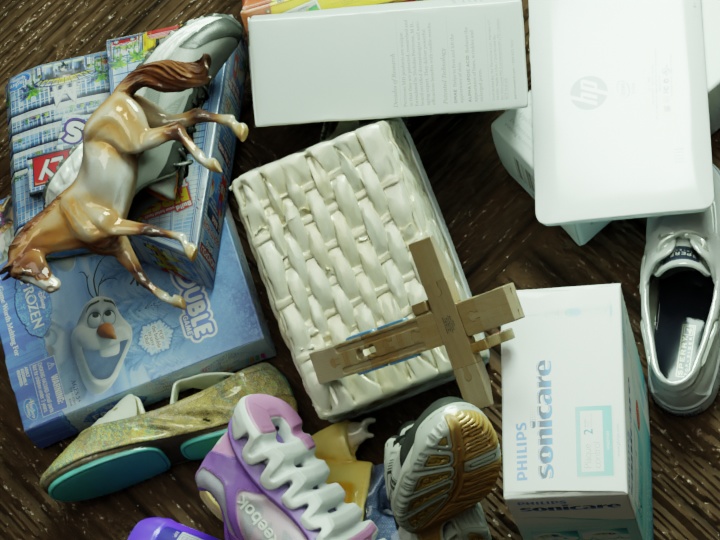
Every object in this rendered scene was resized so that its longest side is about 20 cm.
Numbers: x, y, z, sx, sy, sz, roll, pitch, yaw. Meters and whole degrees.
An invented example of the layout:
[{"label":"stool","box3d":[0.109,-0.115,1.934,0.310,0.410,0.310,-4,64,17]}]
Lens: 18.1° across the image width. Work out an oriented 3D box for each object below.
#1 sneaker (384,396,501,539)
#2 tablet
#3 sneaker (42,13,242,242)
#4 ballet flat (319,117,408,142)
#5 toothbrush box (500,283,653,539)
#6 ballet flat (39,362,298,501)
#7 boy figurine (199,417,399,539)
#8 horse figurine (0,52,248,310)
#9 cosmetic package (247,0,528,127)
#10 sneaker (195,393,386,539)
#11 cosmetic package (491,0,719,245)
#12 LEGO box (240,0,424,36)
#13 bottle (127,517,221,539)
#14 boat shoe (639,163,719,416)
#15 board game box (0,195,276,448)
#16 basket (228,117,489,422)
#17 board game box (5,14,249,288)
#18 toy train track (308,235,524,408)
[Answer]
[{"label":"sneaker","box3d":[0.042,0.129,1.489,0.075,0.201,0.088,-17,59,-13]},{"label":"tablet","box3d":[0.189,-0.130,1.654,0.129,0.014,0.201,-5,65,12]},{"label":"sneaker","box3d":[-0.146,-0.101,1.664,0.079,0.074,0.201,34,83,14]},{"label":"ballet flat","box3d":[-0.003,-0.107,1.736,0.067,0.075,0.201,8,69,15]},{"label":"toothbrush box","box3d":[0.149,0.114,1.532,0.085,0.200,0.148,-4,65,12]},{"label":"ballet flat","box3d":[-0.145,0.116,1.681,0.199,0.071,0.071,-16,64,0]},{"label":"boy figurine","box3d":[-0.020,0.163,1.630,0.198,0.064,0.125,10,76,15]},{"label":"horse figurine","box3d":[-0.161,-0.066,1.595,0.132,0.050,0.201,21,94,14]},{"label":"cosmetic package","box3d":[0.017,-0.152,1.636,0.198,0.113,0.082,-5,98,1]},{"label":"sneaker","box3d":[-0.045,0.188,1.565,0.088,0.080,0.201,-40,76,21]},{"label":"cosmetic package","box3d":[0.205,-0.126,1.695,0.200,0.074,0.102,-39,64,-6]},{"label":"LEGO box","box3d":[0.010,-0.231,1.751,0.198,0.078,0.149,-15,34,7]},{"label":"bottle","box3d":[-0.080,0.243,1.608,0.199,0.065,0.084,18,78,20]},{"label":"boat shoe","box3d":[0.239,0.002,1.633,0.073,0.065,0.202,-4,66,13]},{"label":"board game box","box3d":[-0.187,0.009,1.749,0.198,0.043,0.201,-21,63,3]},{"label":"basket","box3d":[0.000,0.000,1.624,0.135,0.123,0.201,-21,89,5]},{"label":"board game box","box3d":[-0.177,-0.078,1.727,0.198,0.062,0.201,-11,63,7]},{"label":"toy train track","box3d":[0.041,0.041,1.494,0.199,0.032,0.116,-20,89,47]}]
